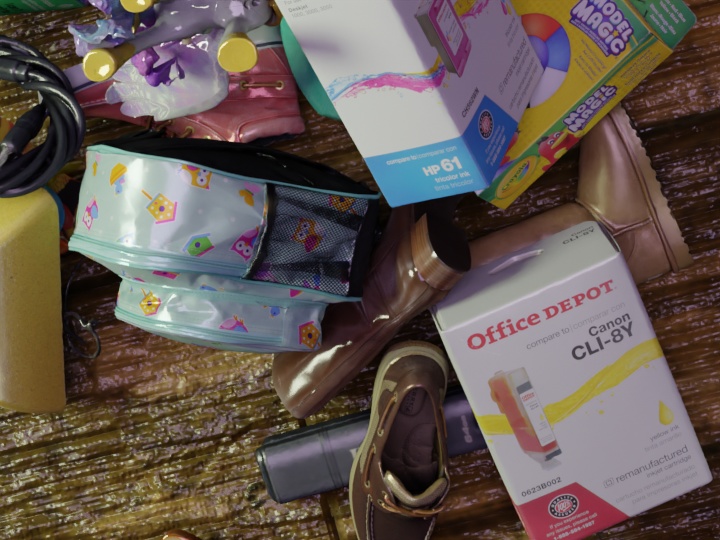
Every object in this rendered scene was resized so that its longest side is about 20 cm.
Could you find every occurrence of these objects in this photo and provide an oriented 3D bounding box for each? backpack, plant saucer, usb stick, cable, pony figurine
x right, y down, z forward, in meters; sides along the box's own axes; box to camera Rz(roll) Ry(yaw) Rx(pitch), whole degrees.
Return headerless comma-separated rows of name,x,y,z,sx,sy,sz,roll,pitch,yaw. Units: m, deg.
backpack,-0.110,-0.023,1.251,0.200,0.176,0.154,18,89,-28
plant saucer,-0.323,0.015,1.299,0.200,0.048,0.200,14,123,15
usb stick,0.018,0.132,1.346,0.200,0.033,0.056,-16,97,4
cable,-0.291,-0.131,1.260,0.163,0.051,0.200,-11,47,-22
pony figurine,-0.115,-0.178,1.195,0.193,0.200,0.167,-2,107,20

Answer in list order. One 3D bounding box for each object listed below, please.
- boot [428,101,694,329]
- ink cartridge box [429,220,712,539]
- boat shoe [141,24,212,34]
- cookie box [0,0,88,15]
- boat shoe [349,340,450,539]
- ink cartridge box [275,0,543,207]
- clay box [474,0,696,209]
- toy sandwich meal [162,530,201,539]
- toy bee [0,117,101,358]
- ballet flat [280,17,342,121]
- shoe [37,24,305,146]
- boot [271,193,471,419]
boot,0.132,-0.035,1.318,0.200,0.066,0.175,-24,90,6
ink cartridge box,0.152,0.086,1.278,0.145,0.083,0.200,-24,109,2
boat shoe,-0.130,-0.260,1.301,0.070,0.072,0.201,9,73,7
cookie box,-0.320,-0.282,1.338,0.200,0.075,0.172,-5,91,5
boat shoe,0.033,0.154,1.297,0.072,0.072,0.200,6,117,-7
ink cartridge box,0.033,-0.167,1.174,0.085,0.145,0.200,-10,126,33
clay box,0.139,-0.155,1.279,0.200,0.048,0.115,-45,57,17
toy sandwich meal,-0.164,0.306,1.339,0.205,0.070,0.206,0,92,4
toy bee,-0.242,-0.048,1.333,0.131,0.109,0.200,6,130,41
ballet flat,-0.029,-0.212,1.305,0.067,0.070,0.200,-10,81,-11
shoe,-0.144,-0.123,1.331,0.200,0.071,0.091,-13,85,0
boot,0.000,0.000,1.325,0.064,0.187,0.200,29,125,-22
